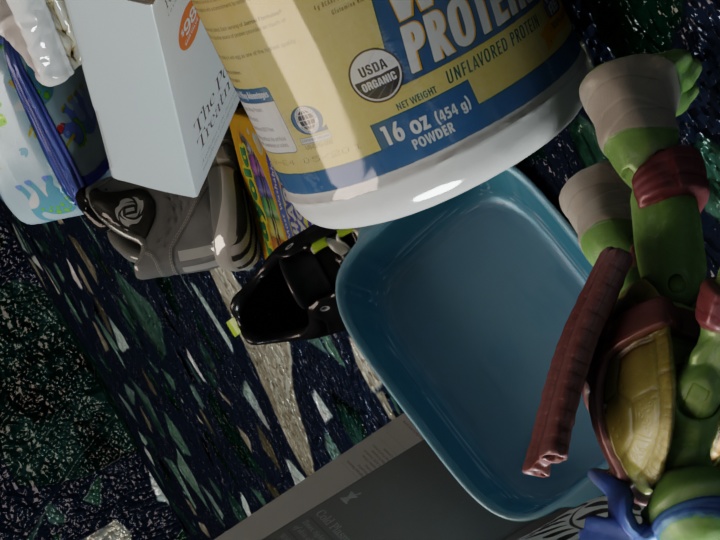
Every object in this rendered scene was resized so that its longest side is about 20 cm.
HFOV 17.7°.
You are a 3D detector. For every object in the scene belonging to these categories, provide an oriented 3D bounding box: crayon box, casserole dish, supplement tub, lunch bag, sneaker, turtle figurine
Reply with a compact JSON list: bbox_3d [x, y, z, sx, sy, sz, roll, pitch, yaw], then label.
[{"bbox_3d":[-0.026,-0.039,1.409,0.200,0.051,0.127,-159,53,-71],"label":"crayon box"},{"bbox_3d":[0.073,0.035,1.140,0.200,0.121,0.039,52,-173,26],"label":"casserole dish"},{"bbox_3d":[-0.003,-0.135,0.980,0.201,0.144,0.145,63,166,-15],"label":"supplement tub"},{"bbox_3d":[-0.191,-0.134,1.586,0.082,0.200,0.162,-8,118,28],"label":"lunch bag"},{"bbox_3d":[-0.133,-0.079,1.512,0.075,0.115,0.201,68,-170,-52],"label":"sneaker"},{"bbox_3d":[0.000,0.000,1.244,0.200,0.083,0.072,-33,85,46],"label":"sneaker"},{"bbox_3d":[0.154,0.015,0.876,0.144,0.199,0.195,42,-155,-49],"label":"turtle figurine"}]

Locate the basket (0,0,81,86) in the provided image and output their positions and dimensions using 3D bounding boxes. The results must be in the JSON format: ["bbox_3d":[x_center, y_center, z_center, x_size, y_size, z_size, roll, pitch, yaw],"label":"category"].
[{"bbox_3d":[-0.187,-0.258,1.352,0.200,0.160,0.199,46,161,42],"label":"basket"}]

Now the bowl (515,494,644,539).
[{"bbox_3d":[0.162,0.162,1.059,0.200,0.094,0.201,37,160,16],"label":"bowl"}]

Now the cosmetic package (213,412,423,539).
[{"bbox_3d":[-0.005,0.178,1.335,0.085,0.199,0.108,44,159,47],"label":"cosmetic package"}]

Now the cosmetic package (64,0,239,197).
[{"bbox_3d":[-0.074,-0.160,1.108,0.051,0.201,0.151,13,150,15],"label":"cosmetic package"}]

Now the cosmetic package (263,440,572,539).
[{"bbox_3d":[0.059,0.143,1.190,0.107,0.199,0.091,35,155,54],"label":"cosmetic package"}]
